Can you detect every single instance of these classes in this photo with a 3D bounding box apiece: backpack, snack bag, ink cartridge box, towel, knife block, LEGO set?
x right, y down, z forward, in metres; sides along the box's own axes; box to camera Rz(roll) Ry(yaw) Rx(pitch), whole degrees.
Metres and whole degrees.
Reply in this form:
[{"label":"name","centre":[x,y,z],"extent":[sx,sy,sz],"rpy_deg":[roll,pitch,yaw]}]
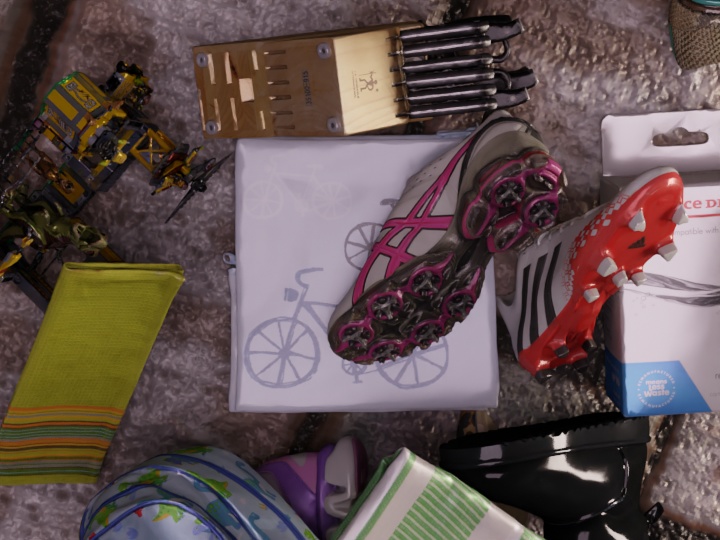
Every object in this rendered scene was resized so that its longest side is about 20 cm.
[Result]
[{"label":"backpack","centre":[-0.095,0.211,1.075],"extent":[0.163,0.154,0.200],"rpy_deg":[-35,74,27]},{"label":"snack bag","centre":[0.000,0.000,1.136],"extent":[0.188,0.021,0.200],"rpy_deg":[-1,93,-1]},{"label":"ink cartridge box","centre":[0.226,-0.007,1.123],"extent":[0.116,0.068,0.200],"rpy_deg":[-4,100,-2]},{"label":"towel","centre":[0.059,0.220,1.028],"extent":[0.200,0.023,0.153],"rpy_deg":[37,80,-17]},{"label":"knife block","centre":[0.011,-0.132,1.104],"extent":[0.176,0.200,0.064],"rpy_deg":[-16,103,-45]},{"label":"towel","centre":[-0.184,0.072,1.087],"extent":[0.086,0.018,0.200],"rpy_deg":[-1,133,-35]},{"label":"LEGO set","centre":[-0.175,-0.024,1.060],"extent":[0.116,0.154,0.200],"rpy_deg":[43,93,9]}]

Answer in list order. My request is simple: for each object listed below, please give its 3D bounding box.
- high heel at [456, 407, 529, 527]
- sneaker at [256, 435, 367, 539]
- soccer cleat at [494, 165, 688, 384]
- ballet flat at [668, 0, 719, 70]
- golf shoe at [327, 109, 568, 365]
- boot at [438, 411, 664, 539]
[{"label":"high heel","centre":[0.049,0.199,1.167],"extent":[0.143,0.071,0.200],"rpy_deg":[-14,79,30]},{"label":"sneaker","centre":[-0.039,0.215,1.155],"extent":[0.088,0.080,0.200],"rpy_deg":[-1,96,5]},{"label":"soccer cleat","centre":[0.143,-0.009,1.073],"extent":[0.069,0.085,0.200],"rpy_deg":[-12,147,-29]},{"label":"ballet flat","centre":[0.307,-0.161,1.107],"extent":[0.200,0.068,0.075],"rpy_deg":[-3,122,4]},{"label":"golf shoe","centre":[0.050,-0.020,1.097],"extent":[0.200,0.092,0.073],"rpy_deg":[-44,130,16]},{"label":"boot","centre":[0.137,0.183,1.108],"extent":[0.198,0.073,0.163],"rpy_deg":[-3,89,-43]}]
